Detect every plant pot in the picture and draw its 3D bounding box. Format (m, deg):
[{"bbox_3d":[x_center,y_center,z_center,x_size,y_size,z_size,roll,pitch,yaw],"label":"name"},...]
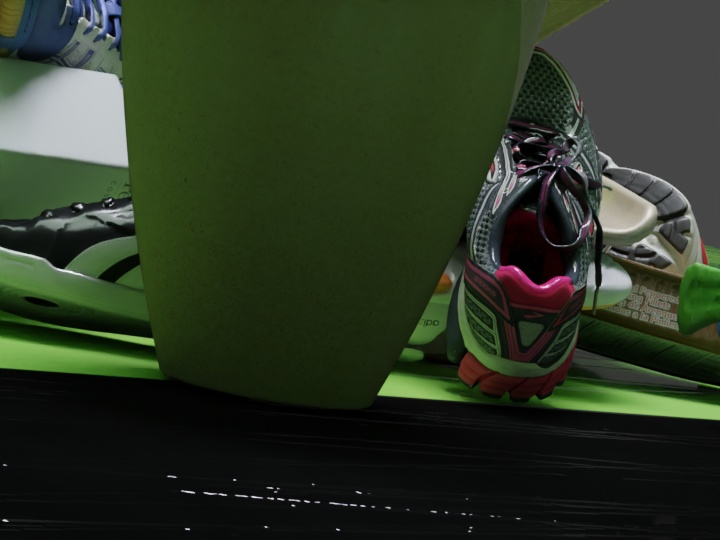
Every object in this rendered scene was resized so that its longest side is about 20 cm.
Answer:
[{"bbox_3d":[-0.024,-0.048,1.222,0.187,0.200,0.187,10,5,-1],"label":"plant pot"}]

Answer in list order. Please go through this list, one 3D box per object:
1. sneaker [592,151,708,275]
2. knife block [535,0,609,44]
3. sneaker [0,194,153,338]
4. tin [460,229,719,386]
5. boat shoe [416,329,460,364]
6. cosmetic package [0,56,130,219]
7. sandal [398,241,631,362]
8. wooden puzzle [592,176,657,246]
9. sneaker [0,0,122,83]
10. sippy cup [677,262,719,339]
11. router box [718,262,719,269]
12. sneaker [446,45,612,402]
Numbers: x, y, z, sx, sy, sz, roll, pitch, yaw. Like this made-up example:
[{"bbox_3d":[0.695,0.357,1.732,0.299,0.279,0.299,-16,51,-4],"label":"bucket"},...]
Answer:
[{"bbox_3d":[0.126,-0.033,1.663,0.200,0.077,0.085,42,-8,41],"label":"sneaker"},{"bbox_3d":[0.006,-0.099,1.443,0.200,0.176,0.064,13,15,-10],"label":"knife block"},{"bbox_3d":[-0.093,-0.027,1.318,0.200,0.112,0.073,12,-13,-8],"label":"sneaker"},{"bbox_3d":[0.141,0.022,1.559,0.200,0.042,0.112,16,-15,-5],"label":"tin"},{"bbox_3d":[0.000,0.000,1.535,0.200,0.069,0.071,13,5,34],"label":"boat shoe"},{"bbox_3d":[-0.209,-0.047,1.349,0.200,0.102,0.071,6,42,-36],"label":"cosmetic package"},{"bbox_3d":[0.032,0.019,1.430,0.206,0.059,0.079,5,21,-7],"label":"sandal"},{"bbox_3d":[0.042,-0.048,1.515,0.199,0.037,0.185,4,9,-8],"label":"wooden puzzle"},{"bbox_3d":[-0.146,-0.129,1.421,0.088,0.075,0.200,-4,-13,-9],"label":"sneaker"},{"bbox_3d":[0.242,0.030,1.370,0.178,0.140,0.130,48,-21,-16],"label":"sippy cup"},{"bbox_3d":[0.309,0.026,1.704,0.200,0.052,0.157,10,-16,6],"label":"router box"},{"bbox_3d":[0.086,-0.034,1.384,0.080,0.075,0.200,7,49,-7],"label":"sneaker"}]
